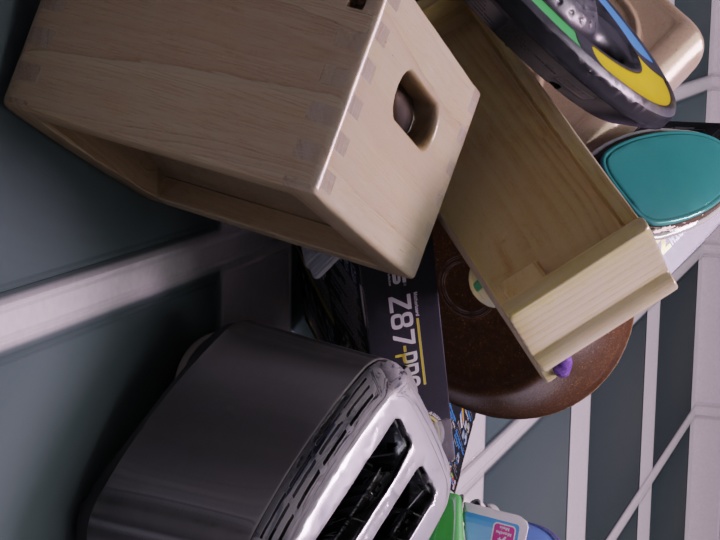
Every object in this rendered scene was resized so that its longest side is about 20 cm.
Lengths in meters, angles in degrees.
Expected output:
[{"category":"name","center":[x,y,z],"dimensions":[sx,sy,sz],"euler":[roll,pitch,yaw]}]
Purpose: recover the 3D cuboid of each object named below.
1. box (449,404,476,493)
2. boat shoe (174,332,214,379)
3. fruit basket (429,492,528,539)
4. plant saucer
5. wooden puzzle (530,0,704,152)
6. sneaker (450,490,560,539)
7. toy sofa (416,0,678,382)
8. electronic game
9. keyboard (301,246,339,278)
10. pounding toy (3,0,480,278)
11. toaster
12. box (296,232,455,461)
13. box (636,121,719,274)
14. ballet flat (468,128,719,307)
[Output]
[{"category":"box","center":[0.044,0.081,1.294],"dimensions":[0.200,0.046,0.159],"euler":[69,31,-51]},{"category":"boat shoe","center":[-0.048,0.074,1.006],"dimensions":[0.200,0.057,0.067],"euler":[27,69,-70]},{"category":"fruit basket","center":[-0.011,0.211,0.955],"dimensions":[0.094,0.185,0.200],"euler":[93,9,-61]},{"category":"plant saucer","center":[0.075,0.006,1.088],"dimensions":[0.037,0.200,0.201],"euler":[-28,121,-55]},{"category":"wooden puzzle","center":[0.080,-0.140,1.045],"dimensions":[0.185,0.200,0.046],"euler":[-45,176,-16]},{"category":"sneaker","center":[0.048,0.161,1.085],"dimensions":[0.147,0.200,0.081],"euler":[100,-18,-44]},{"category":"toy sofa","center":[0.076,-0.047,0.886],"dimensions":[0.200,0.083,0.098],"euler":[59,3,33]},{"category":"electronic game","center":[0.094,-0.151,0.902],"dimensions":[0.200,0.042,0.200],"euler":[39,22,-19]},{"category":"keyboard","center":[-0.023,-0.080,0.936],"dimensions":[0.011,0.056,0.200],"euler":[35,27,-37]},{"category":"pounding toy","center":[-0.048,-0.098,0.819],"dimensions":[0.142,0.184,0.200],"euler":[-70,159,-7]},{"category":"toaster","center":[-0.046,0.118,0.857],"dimensions":[0.200,0.129,0.114],"euler":[-53,133,-35]},{"category":"box","center":[0.000,0.000,1.000],"dimensions":[0.200,0.049,0.161],"euler":[-122,-156,-62]},{"category":"box","center":[0.162,-0.028,1.197],"dimensions":[0.200,0.158,0.051],"euler":[-42,116,-21]},{"category":"ballet flat","center":[0.136,-0.030,0.997],"dimensions":[0.200,0.069,0.069],"euler":[-26,123,-35]}]
